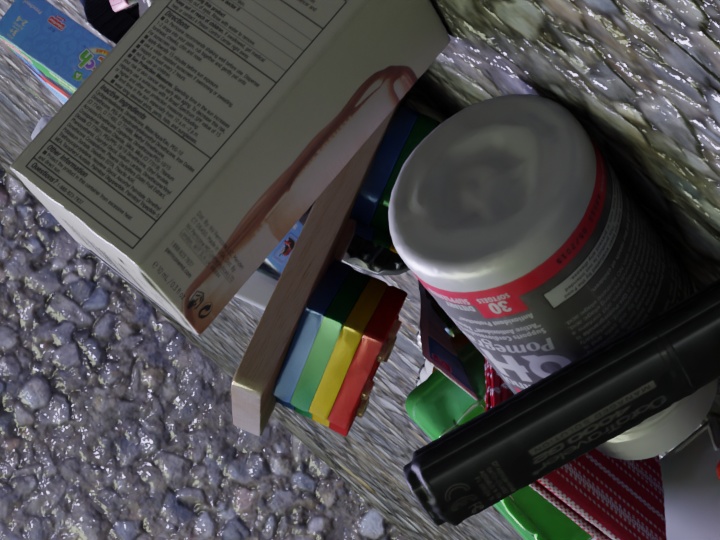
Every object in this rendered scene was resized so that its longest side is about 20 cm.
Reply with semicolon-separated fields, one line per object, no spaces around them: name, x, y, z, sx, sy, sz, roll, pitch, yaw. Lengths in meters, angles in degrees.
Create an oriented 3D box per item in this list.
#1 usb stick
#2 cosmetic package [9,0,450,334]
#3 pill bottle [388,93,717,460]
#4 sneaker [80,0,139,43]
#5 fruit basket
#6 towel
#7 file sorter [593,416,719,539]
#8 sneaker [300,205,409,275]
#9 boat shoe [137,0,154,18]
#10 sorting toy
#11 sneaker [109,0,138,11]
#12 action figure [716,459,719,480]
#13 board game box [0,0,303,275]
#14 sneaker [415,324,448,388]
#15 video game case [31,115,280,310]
usb stick;0.115;0.063;1.387;0.033;0.200;0.055;62;-176;36
cosmetic package;-0.062;-0.083;1.407;0.103;0.200;0.087;37;172;31
pill bottle;0.106;0.011;1.438;0.111;0.111;0.200;32;168;46
sneaker;-0.112;-0.154;1.728;0.200;0.070;0.082;49;-168;-52
fruit basket;0.101;0.080;1.674;0.185;0.094;0.200;47;-164;-11
towel;0.114;0.063;1.553;0.145;0.022;0.200;38;-148;-29
file sorter;0.189;0.221;1.713;0.124;0.200;0.139;41;-160;-24
sneaker;-0.042;-0.059;1.881;0.200;0.067;0.091;38;169;6
boat shoe;-0.079;-0.138;1.479;0.075;0.073;0.200;-117;9;-48
sorting toy;0.000;0.000;1.596;0.069;0.201;0.199;25;171;2
sneaker;-0.123;-0.188;1.535;0.200;0.082;0.070;43;172;-8
action figure;0.249;0.120;1.558;0.065;0.052;0.200;48;164;-14
board game box;-0.118;-0.078;1.676;0.151;0.037;0.200;35;174;24
sneaker;0.090;0.073;1.929;0.089;0.079;0.200;41;172;16
video game case;-0.099;-0.024;1.793;0.200;0.023;0.182;25;-170;-29
